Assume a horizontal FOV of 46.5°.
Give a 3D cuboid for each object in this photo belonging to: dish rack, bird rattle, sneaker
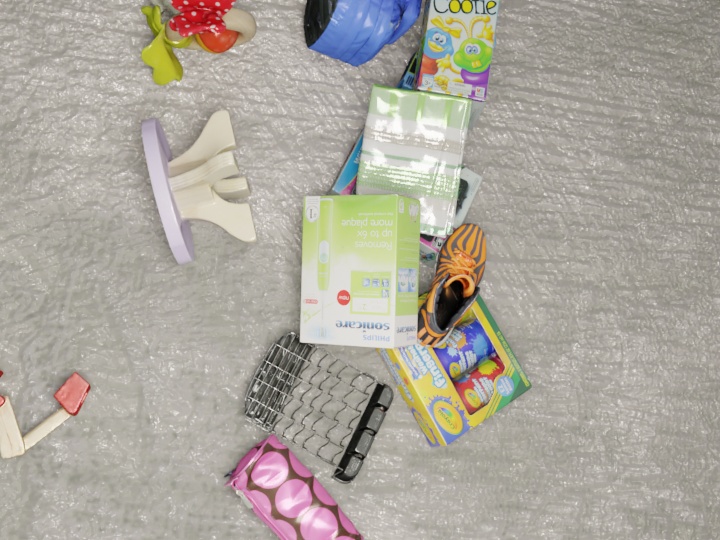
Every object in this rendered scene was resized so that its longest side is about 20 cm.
[{"bbox_3d":[-0.060,0.187,1.174,0.199,0.055,0.154,30,70,-6],"label":"dish rack"},{"bbox_3d":[-0.222,-0.349,1.179,0.162,0.199,0.114,-10,83,-43],"label":"bird rattle"},{"bbox_3d":[0.141,0.010,1.166,0.077,0.112,0.202,24,68,-4],"label":"sneaker"}]

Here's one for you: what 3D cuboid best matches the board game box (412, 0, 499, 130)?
[{"bbox_3d":[0.138,-0.327,1.234,0.102,0.105,0.202,10,75,-2],"label":"board game box"}]

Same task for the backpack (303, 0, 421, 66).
[{"bbox_3d":[0.009,-0.416,1.270,0.166,0.162,0.202,19,72,-15],"label":"backpack"}]

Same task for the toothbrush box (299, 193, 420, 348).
[{"bbox_3d":[0.000,0.000,1.144,0.144,0.086,0.203,2,91,26],"label":"toothbrush box"}]

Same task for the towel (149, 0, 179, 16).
[{"bbox_3d":[-0.272,-0.494,1.278,0.192,0.035,0.200,-41,89,-23],"label":"towel"}]

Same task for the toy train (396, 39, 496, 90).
[{"bbox_3d":[0.136,-0.327,1.330,0.113,0.087,0.202,26,72,-3],"label":"toy train"}]

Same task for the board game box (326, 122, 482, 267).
[{"bbox_3d":[0.065,-0.122,1.274,0.199,0.064,0.149,29,72,-7],"label":"board game box"}]

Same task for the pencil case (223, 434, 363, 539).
[{"bbox_3d":[-0.088,0.321,1.119,0.200,0.091,0.094,46,40,-2],"label":"pencil case"}]

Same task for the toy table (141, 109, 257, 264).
[{"bbox_3d":[-0.216,-0.120,1.139,0.116,0.184,0.202,-14,94,-3],"label":"toy table"}]

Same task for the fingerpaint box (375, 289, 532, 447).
[{"bbox_3d":[0.129,0.129,1.230,0.166,0.073,0.201,-28,86,-20],"label":"fingerpaint box"}]

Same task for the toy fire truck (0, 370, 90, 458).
[{"bbox_3d":[-0.455,0.188,1.058,0.141,0.049,0.201,38,71,-6],"label":"toy fire truck"}]

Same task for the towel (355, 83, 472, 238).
[{"bbox_3d":[0.072,-0.151,1.180,0.147,0.031,0.202,7,108,-2],"label":"towel"}]
